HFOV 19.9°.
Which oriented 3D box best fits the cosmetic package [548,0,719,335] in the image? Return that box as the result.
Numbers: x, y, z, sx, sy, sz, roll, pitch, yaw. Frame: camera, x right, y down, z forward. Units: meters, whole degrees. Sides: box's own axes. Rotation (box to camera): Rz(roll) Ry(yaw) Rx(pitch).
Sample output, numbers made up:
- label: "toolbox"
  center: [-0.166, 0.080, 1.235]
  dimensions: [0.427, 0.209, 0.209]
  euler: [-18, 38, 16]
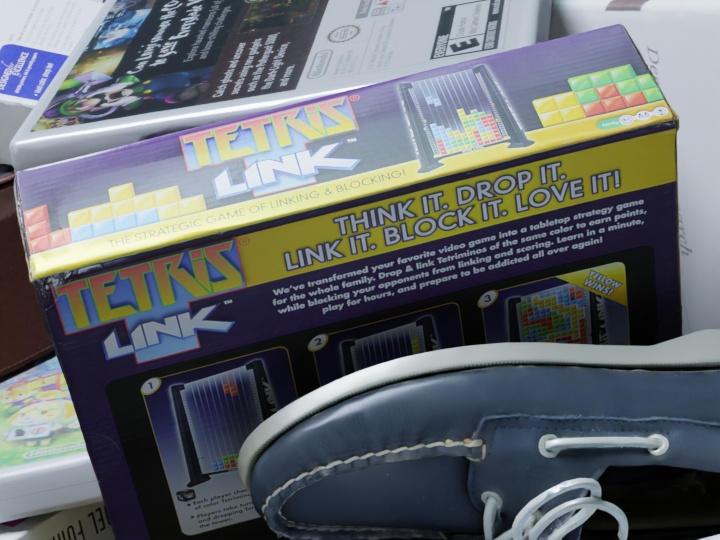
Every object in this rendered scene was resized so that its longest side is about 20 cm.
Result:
- label: "cosmetic package"
  center: [0.167, -0.042, 0.781]
  dimensions: [0.164, 0.167, 0.200]
  euler: [-20, 15, -25]

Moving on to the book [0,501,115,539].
- label: "book"
  center: [-0.148, 0.091, 0.803]
  dimensions: [0.133, 0.049, 0.199]
  euler: [1, 20, 38]

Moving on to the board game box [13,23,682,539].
- label: "board game box"
  center: [0.004, 0.022, 0.668]
  dimensions: [0.198, 0.166, 0.057]
  euler: [-14, 41, -5]

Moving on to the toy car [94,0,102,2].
- label: "toy car"
  center: [-0.123, -0.141, 1.038]
  dimensions: [0.175, 0.184, 0.202]
  euler: [-10, 55, 26]

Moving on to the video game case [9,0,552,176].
- label: "video game case"
  center: [-0.019, -0.090, 0.759]
  dimensions: [0.180, 0.024, 0.200]
  euler: [-8, 26, 11]

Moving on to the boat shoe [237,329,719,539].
- label: "boat shoe"
  center: [0.063, 0.064, 0.637]
  dimensions: [0.198, 0.062, 0.075]
  euler: [-4, -31, -13]

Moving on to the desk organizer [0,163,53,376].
- label: "desk organizer"
  center: [-0.211, -0.006, 0.871]
  dimensions: [0.199, 0.078, 0.071]
  euler: [9, 27, 45]

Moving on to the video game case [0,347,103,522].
- label: "video game case"
  center: [-0.162, 0.058, 0.813]
  dimensions: [0.198, 0.022, 0.182]
  euler: [-12, 19, 0]

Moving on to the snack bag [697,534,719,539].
- label: "snack bag"
  center: [0.065, 0.120, 0.521]
  dimensions: [0.187, 0.022, 0.200]
  euler: [-13, 13, -3]

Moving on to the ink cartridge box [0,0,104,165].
- label: "ink cartridge box"
  center: [-0.083, -0.070, 0.831]
  dimensions: [0.198, 0.037, 0.095]
  euler: [13, 33, -2]

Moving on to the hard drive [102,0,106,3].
- label: "hard drive"
  center: [-0.041, -0.106, 0.972]
  dimensions: [0.038, 0.141, 0.199]
  euler: [1, -14, 36]
